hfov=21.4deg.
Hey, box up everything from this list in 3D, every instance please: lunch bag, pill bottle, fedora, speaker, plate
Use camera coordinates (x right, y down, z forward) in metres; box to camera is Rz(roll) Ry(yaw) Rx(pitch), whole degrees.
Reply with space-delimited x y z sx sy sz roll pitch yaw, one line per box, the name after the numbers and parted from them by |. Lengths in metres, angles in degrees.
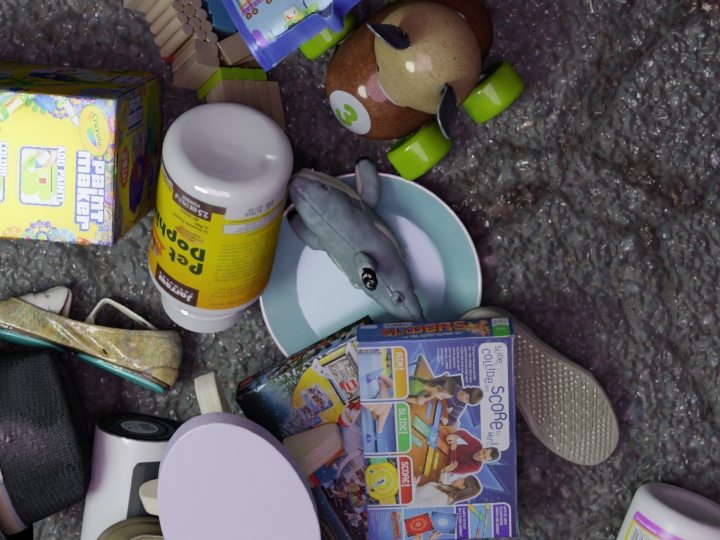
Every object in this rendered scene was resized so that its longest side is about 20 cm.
-0.050 -0.266 1.546 0.150 0.201 0.094 -34 139 11 | lunch bag
0.257 0.297 1.684 0.103 0.104 0.202 20 103 0 | pill bottle
-0.288 0.141 1.662 0.091 0.201 0.203 -14 100 0 | fedora
-0.213 0.236 1.723 0.080 0.081 0.202 10 101 3 | speaker
0.009 0.011 1.688 0.198 0.026 0.202 1 102 4 | plate
-0.122 -0.038 1.609 0.108 0.110 0.201 16 139 1 | pill bottle

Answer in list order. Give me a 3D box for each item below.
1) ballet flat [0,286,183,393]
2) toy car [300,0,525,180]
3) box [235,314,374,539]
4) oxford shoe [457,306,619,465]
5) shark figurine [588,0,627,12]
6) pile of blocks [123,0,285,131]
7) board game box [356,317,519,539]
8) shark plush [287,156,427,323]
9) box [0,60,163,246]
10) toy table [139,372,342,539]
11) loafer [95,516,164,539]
-0.252 0.051 1.702 0.198 0.071 0.071 18 102 2 | ballet flat
0.039 -0.162 1.556 0.157 0.200 0.165 -38 100 10 | toy car
-0.003 0.157 1.693 0.136 0.038 0.201 -27 107 12 | box
0.154 0.096 1.677 0.200 0.058 0.075 41 93 -21 | oxford shoe
0.252 -0.317 1.573 0.214 0.090 0.129 -33 96 8 | shark figurine
-0.137 -0.192 1.650 0.062 0.082 0.201 -32 88 53 | pile of blocks
0.068 0.139 1.635 0.134 0.035 0.202 -2 116 1 | board game box
0.000 0.000 1.631 0.090 0.083 0.201 -24 98 8 | shark plush
-0.277 -0.104 1.598 0.191 0.200 0.123 4 102 5 | box
-0.101 0.188 1.618 0.182 0.117 0.202 -8 114 -2 | toy table
-0.148 0.270 1.684 0.199 0.067 0.077 16 95 -36 | loafer
